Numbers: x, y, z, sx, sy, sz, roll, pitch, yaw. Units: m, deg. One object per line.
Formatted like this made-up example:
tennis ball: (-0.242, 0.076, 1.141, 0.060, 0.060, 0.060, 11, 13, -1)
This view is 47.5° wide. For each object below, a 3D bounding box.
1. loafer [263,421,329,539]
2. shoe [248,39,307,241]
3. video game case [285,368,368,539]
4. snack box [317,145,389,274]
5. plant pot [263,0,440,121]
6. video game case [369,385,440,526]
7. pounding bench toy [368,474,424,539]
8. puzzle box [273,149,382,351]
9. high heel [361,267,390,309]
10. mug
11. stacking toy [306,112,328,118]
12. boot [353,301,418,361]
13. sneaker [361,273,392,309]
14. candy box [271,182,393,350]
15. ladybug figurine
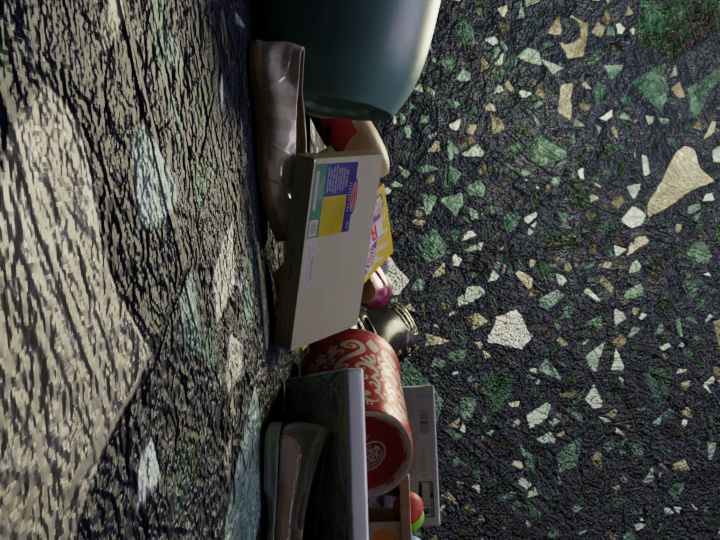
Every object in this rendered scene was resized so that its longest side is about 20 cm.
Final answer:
loafer: (-0.057, 0.245, 0.771, 0.072, 0.062, 0.204, 38, 50, -85)
shoe: (-0.075, -0.126, 0.819, 0.070, 0.052, 0.204, -84, 171, -69)
video game case: (-0.038, 0.207, 0.830, 0.181, 0.022, 0.204, 157, -66, -64)
snack box: (-0.018, -0.080, 1.279, 0.143, 0.053, 0.201, 52, -14, 26)
plant pot: (-0.014, -0.253, 0.877, 0.201, 0.197, 0.164, 5, 93, -87)
video game case: (0.025, 0.277, 1.221, 0.045, 0.178, 0.204, 77, 11, -80)
pounding bench toy: (0.010, 0.362, 1.101, 0.201, 0.153, 0.126, 82, 6, -62)
puzzle box: (-0.033, -0.026, 0.873, 0.132, 0.025, 0.204, -15, 117, -56)
high heel: (-0.022, -0.040, 1.081, 0.201, 0.067, 0.096, 55, 8, 12)
mug: (-0.003, 0.190, 0.983, 0.200, 0.131, 0.181, -109, -160, -72)
stacking toy: (-0.058, -0.322, 1.198, 0.086, 0.084, 0.203, 83, -1, -57)
boot: (0.041, 0.136, 1.178, 0.152, 0.073, 0.206, -8, 65, -49)
sneaker: (0.000, 0.000, 1.193, 0.199, 0.080, 0.075, 31, 50, -53)
candy box: (-0.026, -0.009, 0.948, 0.200, 0.026, 0.104, -47, 142, -39)
ladybug figurine: (-0.024, -0.218, 1.286, 0.201, 0.071, 0.136, 58, -5, 33)
